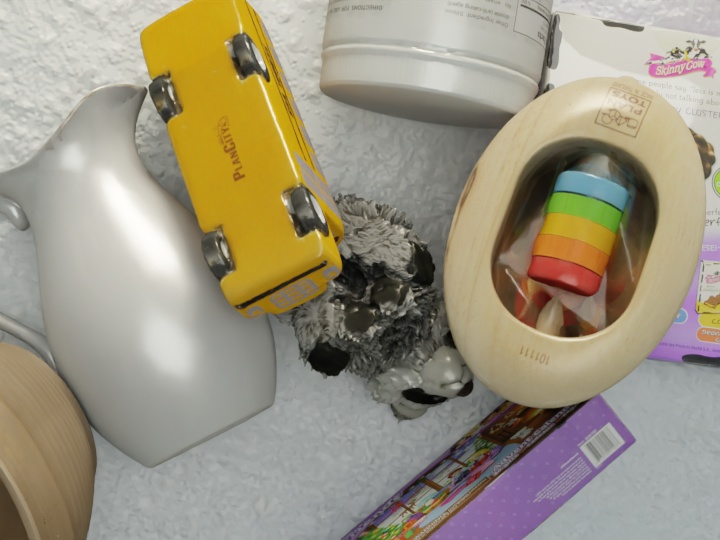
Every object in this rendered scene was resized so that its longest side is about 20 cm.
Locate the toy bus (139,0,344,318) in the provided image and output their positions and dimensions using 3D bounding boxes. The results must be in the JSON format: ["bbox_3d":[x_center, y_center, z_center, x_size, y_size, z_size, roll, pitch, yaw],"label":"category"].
[{"bbox_3d":[-0.064,-0.065,0.986,0.065,0.078,0.200,-26,62,9],"label":"toy bus"}]

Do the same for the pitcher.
[{"bbox_3d":[-0.151,0.018,1.009,0.172,0.121,0.200,-29,85,16],"label":"pitcher"}]

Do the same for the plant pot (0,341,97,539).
[{"bbox_3d":[-0.213,0.106,0.973,0.093,0.201,0.201,-34,94,-42],"label":"plant pot"}]

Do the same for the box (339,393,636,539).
[{"bbox_3d":[0.054,0.142,1.016,0.200,0.137,0.039,-39,96,-8],"label":"box"}]

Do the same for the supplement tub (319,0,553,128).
[{"bbox_3d":[0.053,-0.193,1.027,0.132,0.132,0.200,11,88,-8],"label":"supplement tub"}]

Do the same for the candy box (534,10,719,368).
[{"bbox_3d":[0.177,-0.046,1.073,0.168,0.072,0.200,8,88,-8],"label":"candy box"}]

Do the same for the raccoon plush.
[{"bbox_3d":[0.000,0.000,1.057,0.097,0.134,0.200,-33,61,7],"label":"raccoon plush"}]

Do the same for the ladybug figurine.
[{"bbox_3d":[0.121,-0.015,0.982,0.136,0.072,0.200,22,77,11],"label":"ladybug figurine"}]
